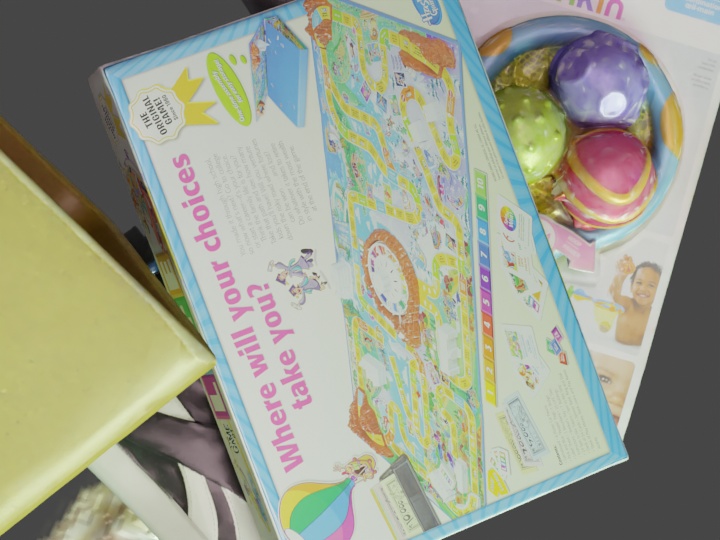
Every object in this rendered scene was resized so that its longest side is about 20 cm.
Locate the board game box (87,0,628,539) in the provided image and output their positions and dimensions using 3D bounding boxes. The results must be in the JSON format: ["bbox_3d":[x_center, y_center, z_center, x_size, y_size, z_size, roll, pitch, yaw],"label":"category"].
[{"bbox_3d":[0.000,0.000,0.772,0.134,0.034,0.200,-21,93,-15],"label":"board game box"}]

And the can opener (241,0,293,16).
[{"bbox_3d":[-0.078,-0.164,0.811,0.066,0.053,0.200,-37,96,13],"label":"can opener"}]

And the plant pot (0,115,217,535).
[{"bbox_3d":[-0.201,0.010,0.695,0.200,0.194,0.196,-45,113,-2],"label":"plant pot"}]

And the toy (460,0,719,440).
[{"bbox_3d":[0.078,-0.037,0.827,0.115,0.047,0.200,16,91,-7],"label":"toy"}]

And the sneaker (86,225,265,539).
[{"bbox_3d":[-0.032,0.066,0.808,0.112,0.073,0.200,-45,94,-1],"label":"sneaker"}]
